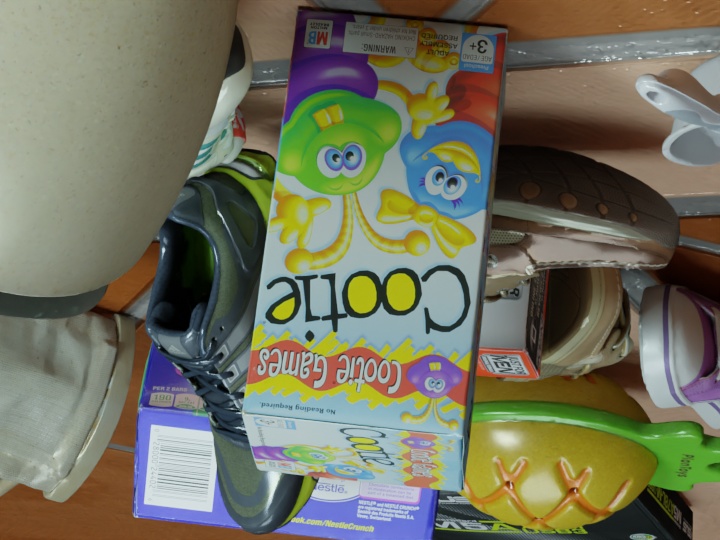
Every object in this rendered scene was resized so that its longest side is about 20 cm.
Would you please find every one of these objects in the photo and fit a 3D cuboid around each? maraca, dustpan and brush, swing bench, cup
[{"bbox_3d":[0.141,0.114,1.791,0.200,0.107,0.137,5,161,5],"label":"maraca"},{"bbox_3d":[0.182,-0.072,1.286,0.139,0.057,0.200,-6,158,35],"label":"dustpan and brush"},{"bbox_3d":[-0.286,0.077,1.802,0.199,0.130,0.200,22,156,-36],"label":"swing bench"},{"bbox_3d":[-0.129,-0.110,1.127,0.200,0.200,0.143,19,132,-33],"label":"cup"}]

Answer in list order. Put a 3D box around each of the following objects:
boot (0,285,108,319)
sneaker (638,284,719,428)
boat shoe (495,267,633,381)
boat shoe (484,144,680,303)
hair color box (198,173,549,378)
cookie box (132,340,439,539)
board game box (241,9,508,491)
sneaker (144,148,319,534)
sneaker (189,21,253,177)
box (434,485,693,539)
[{"bbox_3d":[-0.244,-0.021,1.618,0.200,0.074,0.075,14,180,-8],"label":"boot"},{"bbox_3d":[0.235,0.045,1.623,0.114,0.073,0.200,-6,169,24],"label":"sneaker"},{"bbox_3d":[0.125,0.023,1.597,0.064,0.071,0.200,3,171,-9],"label":"boat shoe"},{"bbox_3d":[0.065,-0.022,1.429,0.200,0.072,0.076,10,-153,14],"label":"boat shoe"},{"bbox_3d":[0.000,0.000,1.508,0.200,0.102,0.061,3,163,13],"label":"hair color box"},{"bbox_3d":[-0.037,0.070,1.596,0.171,0.075,0.200,7,-154,-1],"label":"cookie box"},{"bbox_3d":[0.009,-0.009,1.320,0.103,0.200,0.105,5,161,4],"label":"board game box"},{"bbox_3d":[-0.072,0.042,1.430,0.074,0.200,0.081,0,-167,41],"label":"sneaker"},{"bbox_3d":[-0.088,-0.086,1.362,0.093,0.070,0.200,-3,167,-32],"label":"sneaker"},{"bbox_3d":[0.132,0.172,2.066,0.200,0.048,0.193,0,163,19],"label":"box"}]
